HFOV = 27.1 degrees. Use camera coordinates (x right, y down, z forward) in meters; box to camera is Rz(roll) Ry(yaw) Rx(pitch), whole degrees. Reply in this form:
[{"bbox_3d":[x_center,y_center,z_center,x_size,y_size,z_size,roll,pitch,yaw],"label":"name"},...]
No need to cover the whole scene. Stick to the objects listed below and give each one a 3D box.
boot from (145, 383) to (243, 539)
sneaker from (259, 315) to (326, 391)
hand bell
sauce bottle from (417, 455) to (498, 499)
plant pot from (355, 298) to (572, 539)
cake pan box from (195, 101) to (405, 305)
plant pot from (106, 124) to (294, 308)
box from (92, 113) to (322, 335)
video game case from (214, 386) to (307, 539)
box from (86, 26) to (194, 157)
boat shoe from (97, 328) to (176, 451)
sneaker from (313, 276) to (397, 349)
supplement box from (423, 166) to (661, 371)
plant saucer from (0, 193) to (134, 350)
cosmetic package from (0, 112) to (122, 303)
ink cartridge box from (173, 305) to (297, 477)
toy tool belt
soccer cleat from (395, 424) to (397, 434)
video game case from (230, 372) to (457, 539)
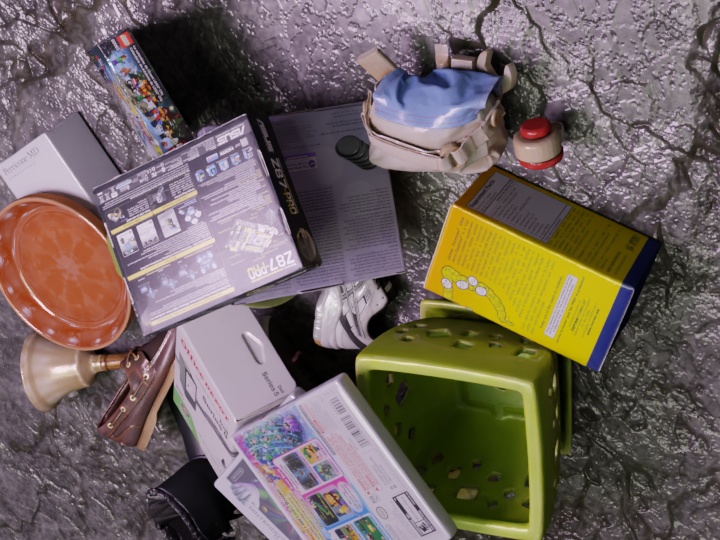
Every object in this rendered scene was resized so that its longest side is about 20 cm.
[{"bbox_3d":[-0.206,0.241,1.816,0.073,0.162,0.199,-24,103,37],"label":"boot"},{"bbox_3d":[-0.048,0.135,1.744,0.099,0.071,0.200,-19,97,15],"label":"sneaker"},{"bbox_3d":[-0.312,0.114,1.863,0.199,0.104,0.104,-8,113,18],"label":"hand bell"},{"bbox_3d":[0.056,0.252,1.698,0.200,0.065,0.065,-20,108,5],"label":"sauce bottle"},{"bbox_3d":[0.125,0.144,1.580,0.199,0.182,0.200,7,119,23],"label":"plant pot"},{"bbox_3d":[-0.064,-0.069,1.535,0.052,0.199,0.185,169,90,-74],"label":"cake pan box"},{"bbox_3d":[-0.179,-0.044,1.646,0.190,0.200,0.200,-13,110,44],"label":"plant pot"},{"bbox_3d":[-0.154,-0.044,1.471,0.200,0.049,0.162,-23,83,25],"label":"box"},{"bbox_3d":[-0.050,0.242,1.609,0.182,0.023,0.200,43,132,4],"label":"video game case"},{"bbox_3d":[-0.236,-0.187,1.592,0.038,0.200,0.137,-31,103,-8],"label":"box"},{"bbox_3d":[-0.258,0.127,1.797,0.070,0.070,0.200,23,109,-8],"label":"boat shoe"},{"bbox_3d":[0.000,0.000,1.645,0.087,0.076,0.200,9,126,7],"label":"sneaker"},{"bbox_3d":[0.184,-0.005,1.513,0.200,0.109,0.110,26,125,13],"label":"supplement box"},{"bbox_3d":[-0.346,0.000,1.749,0.200,0.032,0.201,14,124,22],"label":"plant saucer"},{"bbox_3d":[-0.326,-0.072,1.763,0.101,0.071,0.200,-27,101,36],"label":"cosmetic package"},{"bbox_3d":[-0.146,0.143,1.707,0.146,0.084,0.200,56,157,24],"label":"ink cartridge box"},{"bbox_3d":[0.096,-0.162,1.465,0.200,0.125,0.123,4,126,25],"label":"toy tool belt"},{"bbox_3d":[-0.047,0.221,1.687,0.200,0.065,0.084,-30,124,18],"label":"soccer cleat"},{"bbox_3d":[-0.021,0.219,1.545,0.182,0.024,0.200,-31,97,41],"label":"video game case"}]
